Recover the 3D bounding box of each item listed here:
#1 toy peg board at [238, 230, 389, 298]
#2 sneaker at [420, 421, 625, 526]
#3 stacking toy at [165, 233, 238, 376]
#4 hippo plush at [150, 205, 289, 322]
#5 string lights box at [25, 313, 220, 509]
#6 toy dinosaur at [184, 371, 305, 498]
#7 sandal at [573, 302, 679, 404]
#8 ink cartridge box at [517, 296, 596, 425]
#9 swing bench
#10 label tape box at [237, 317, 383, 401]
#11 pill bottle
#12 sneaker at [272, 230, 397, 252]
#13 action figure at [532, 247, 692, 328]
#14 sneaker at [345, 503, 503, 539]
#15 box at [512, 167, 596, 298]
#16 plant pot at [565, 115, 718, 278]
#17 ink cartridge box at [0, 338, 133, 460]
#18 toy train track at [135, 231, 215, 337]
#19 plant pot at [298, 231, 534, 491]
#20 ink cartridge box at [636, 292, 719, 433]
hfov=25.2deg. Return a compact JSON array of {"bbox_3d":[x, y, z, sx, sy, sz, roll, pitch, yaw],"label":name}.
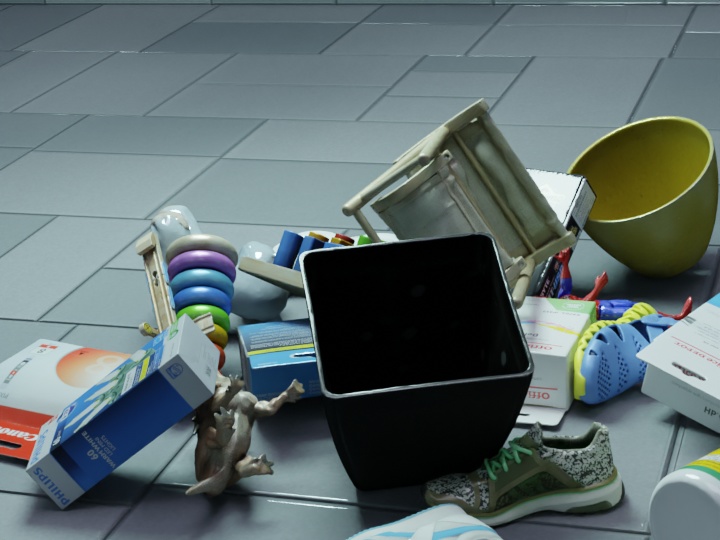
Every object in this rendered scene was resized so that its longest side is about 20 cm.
[{"bbox_3d":[0.000,0.000,1.880,0.199,0.099,0.198,15,-7,43],"label":"toy peg board"},{"bbox_3d":[0.152,0.182,1.528,0.197,0.090,0.077,-7,21,-8],"label":"sneaker"},{"bbox_3d":[-0.180,0.063,1.810,0.084,0.086,0.202,-3,59,3],"label":"stacking toy"},{"bbox_3d":[-0.168,0.000,1.962,0.158,0.161,0.200,-5,20,-1],"label":"hippo plush"},{"bbox_3d":[-0.235,0.141,1.611,0.199,0.059,0.103,-37,17,11],"label":"string lights box"},{"bbox_3d":[-0.138,0.170,1.616,0.135,0.085,0.201,-38,26,42],"label":"toy dinosaur"},{"bbox_3d":[0.300,0.092,1.761,0.086,0.080,0.199,17,30,34],"label":"sandal"},{"bbox_3d":[0.186,0.096,1.776,0.116,0.068,0.200,4,22,19],"label":"ink cartridge box"},{"bbox_3d":[0.116,-0.053,1.811,0.129,0.200,0.200,-31,6,34],"label":"swing bench"},{"bbox_3d":[-0.056,0.102,1.767,0.141,0.067,0.200,-6,13,-8],"label":"label tape box"},{"bbox_3d":[0.358,0.199,1.417,0.198,0.114,0.112,-19,25,-34],"label":"pill bottle"},{"bbox_3d":[-0.026,-0.002,2.079,0.197,0.076,0.089,-7,33,-12],"label":"sneaker"},{"bbox_3d":[0.294,0.023,1.880,0.197,0.100,0.065,1,18,-2],"label":"action figure"},{"bbox_3d":[0.042,0.260,1.367,0.199,0.077,0.080,-22,29,-35],"label":"sneaker"},{"bbox_3d":[0.167,-0.035,1.993,0.198,0.050,0.200,12,65,37],"label":"box"},{"bbox_3d":[0.372,-0.077,2.047,0.198,0.143,0.201,-21,35,15],"label":"plant pot"},{"bbox_3d":[-0.354,0.140,1.787,0.160,0.051,0.200,8,21,28],"label":"ink cartridge box"},{"bbox_3d":[-0.224,0.043,1.786,0.114,0.032,0.202,-31,56,22],"label":"toy train track"},{"bbox_3d":[0.049,0.103,1.583,0.197,0.179,0.201,-5,42,-7],"label":"plant pot"},{"bbox_3d":[0.375,0.104,1.691,0.115,0.067,0.199,28,35,30],"label":"ink cartridge box"}]
